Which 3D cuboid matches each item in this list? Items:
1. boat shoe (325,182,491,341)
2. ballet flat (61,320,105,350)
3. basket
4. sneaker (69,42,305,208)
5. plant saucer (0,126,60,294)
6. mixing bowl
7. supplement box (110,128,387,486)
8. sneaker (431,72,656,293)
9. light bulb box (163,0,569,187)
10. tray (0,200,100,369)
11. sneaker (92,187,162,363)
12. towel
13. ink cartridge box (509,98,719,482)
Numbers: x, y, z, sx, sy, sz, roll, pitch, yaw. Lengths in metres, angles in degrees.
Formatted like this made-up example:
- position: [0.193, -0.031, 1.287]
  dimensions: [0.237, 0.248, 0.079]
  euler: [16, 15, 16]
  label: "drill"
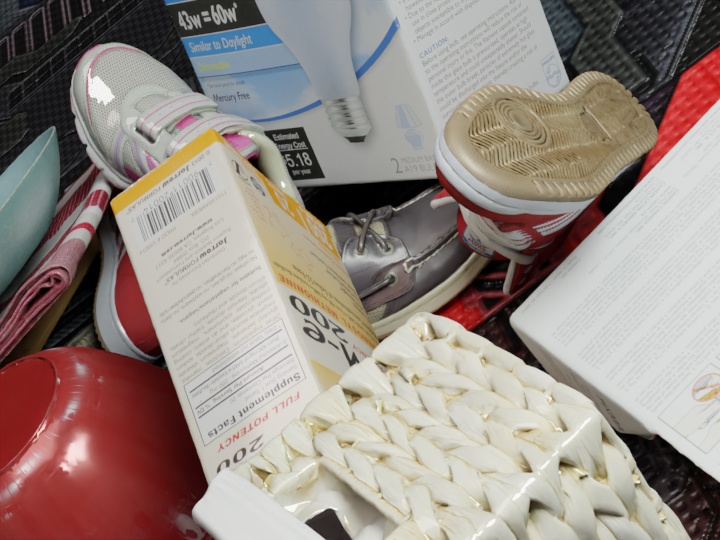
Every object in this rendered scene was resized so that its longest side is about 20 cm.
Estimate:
- position: [0.000, 0.000, 0.929]
  dimensions: [0.199, 0.065, 0.072]
  euler: [-35, 31, 12]
  label: "boat shoe"
- position: [-0.223, 0.115, 1.067]
  dimensions: [0.201, 0.046, 0.067]
  euler: [-53, 2, -25]
  label: "ballet flat"
- position: [0.055, 0.130, 0.602]
  dimensions: [0.123, 0.200, 0.135]
  euler: [-44, 32, -11]
  label: "basket"
- position: [-0.096, -0.071, 0.988]
  dimensions: [0.081, 0.200, 0.088]
  euler: [-43, -5, -30]
  label: "sneaker"
- position: [-0.246, -0.003, 1.028]
  dimensions: [0.201, 0.039, 0.201]
  euler: [-46, 15, 16]
  label: "plant saucer"
- position: [-0.178, 0.120, 0.948]
  dimensions: [0.199, 0.108, 0.201]
  euler: [-27, 36, 22]
  label: "mixing bowl"
- position: [-0.040, 0.042, 0.814]
  dimensions: [0.073, 0.126, 0.201]
  euler: [-33, 55, 12]
  label: "supplement box"
- position: [0.070, -0.036, 0.804]
  dimensions: [0.112, 0.071, 0.199]
  euler: [-45, -13, 29]
  label: "sneaker"
- position: [-0.009, -0.168, 0.983]
  dimensions: [0.197, 0.202, 0.125]
  euler: [-2, 29, 47]
  label: "light bulb box"
- position: [-0.241, 0.027, 1.163]
  dimensions: [0.098, 0.037, 0.201]
  euler: [-30, 28, 50]
  label: "tray"
- position: [-0.125, -0.032, 1.097]
  dimensions: [0.112, 0.071, 0.201]
  euler: [-34, 41, 21]
  label: "sneaker"
- position: [-0.208, -0.006, 1.038]
  dimensions: [0.144, 0.023, 0.201]
  euler: [-44, 18, 25]
  label: "towel"
- position: [0.178, 0.016, 0.738]
  dimensions: [0.163, 0.057, 0.200]
  euler: [-45, 37, -3]
  label: "ink cartridge box"
